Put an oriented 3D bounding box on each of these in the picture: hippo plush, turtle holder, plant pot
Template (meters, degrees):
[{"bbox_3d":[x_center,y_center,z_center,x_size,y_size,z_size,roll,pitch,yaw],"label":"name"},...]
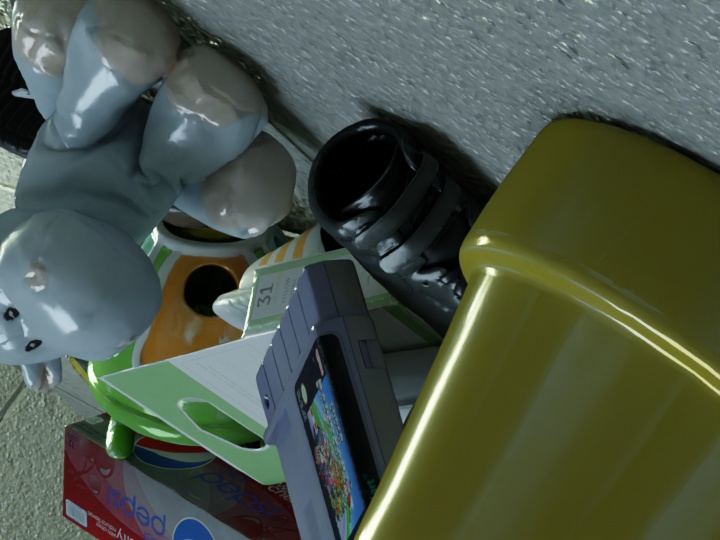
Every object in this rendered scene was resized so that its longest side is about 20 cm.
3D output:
[{"bbox_3d":[-0.151,-0.039,1.396,0.199,0.161,0.160,2,136,46],"label":"hippo plush"},{"bbox_3d":[-0.083,0.023,1.637,0.140,0.132,0.185,12,-155,19],"label":"turtle holder"},{"bbox_3d":[0.098,0.074,1.101,0.200,0.189,0.201,36,170,7],"label":"plant pot"}]

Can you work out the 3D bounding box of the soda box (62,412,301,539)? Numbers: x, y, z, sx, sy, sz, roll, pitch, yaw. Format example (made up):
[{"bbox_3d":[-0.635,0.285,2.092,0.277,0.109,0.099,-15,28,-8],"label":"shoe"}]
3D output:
[{"bbox_3d":[-0.086,0.143,1.606,0.200,0.070,0.064,27,121,42],"label":"soda box"}]

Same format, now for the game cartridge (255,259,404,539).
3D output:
[{"bbox_3d":[-0.004,0.110,1.304,0.130,0.038,0.201,108,149,-62],"label":"game cartridge"}]

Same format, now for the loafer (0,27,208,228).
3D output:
[{"bbox_3d":[-0.148,-0.071,1.592,0.200,0.073,0.071,31,167,28],"label":"loafer"}]

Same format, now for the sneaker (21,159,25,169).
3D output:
[{"bbox_3d":[-0.181,-0.051,1.787,0.087,0.074,0.200,29,174,5],"label":"sneaker"}]

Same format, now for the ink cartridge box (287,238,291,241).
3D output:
[{"bbox_3d":[0.026,0.071,1.683,0.200,0.059,0.104,45,168,-35],"label":"ink cartridge box"}]

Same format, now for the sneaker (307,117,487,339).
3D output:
[{"bbox_3d":[0.049,0.000,1.257,0.200,0.071,0.099,34,175,38],"label":"sneaker"}]

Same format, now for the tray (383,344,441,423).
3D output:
[{"bbox_3d":[0.068,0.096,1.433,0.107,0.022,0.200,-10,145,28],"label":"tray"}]

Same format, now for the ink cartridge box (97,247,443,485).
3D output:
[{"bbox_3d":[-0.014,0.050,1.446,0.199,0.048,0.145,-12,145,37],"label":"ink cartridge box"}]

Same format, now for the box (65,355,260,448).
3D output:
[{"bbox_3d":[-0.083,0.120,1.765,0.200,0.049,0.160,49,-171,16],"label":"box"}]

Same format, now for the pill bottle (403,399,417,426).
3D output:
[{"bbox_3d":[0.119,0.125,1.345,0.199,0.115,0.114,18,178,-24],"label":"pill bottle"}]

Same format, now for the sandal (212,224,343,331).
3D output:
[{"bbox_3d":[0.006,0.004,1.484,0.079,0.059,0.206,32,152,-31],"label":"sandal"}]
